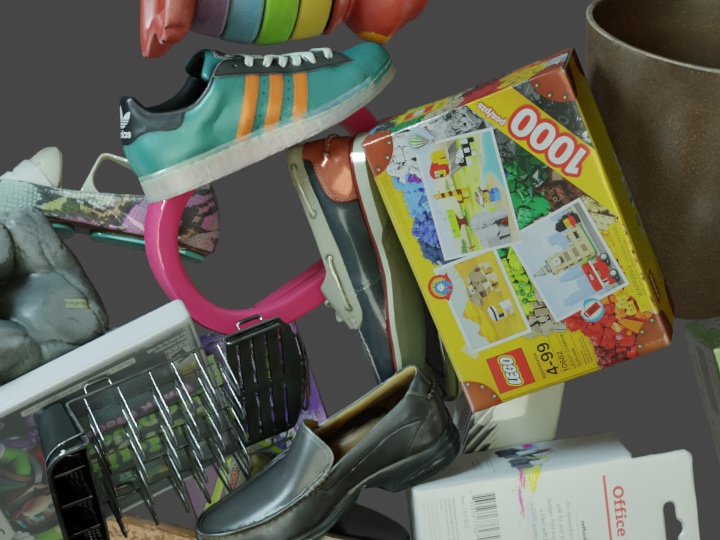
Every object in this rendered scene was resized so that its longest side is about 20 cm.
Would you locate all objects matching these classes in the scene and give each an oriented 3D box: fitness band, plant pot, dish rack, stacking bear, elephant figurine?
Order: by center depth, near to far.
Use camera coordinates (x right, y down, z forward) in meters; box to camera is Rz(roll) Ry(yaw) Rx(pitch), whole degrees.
[{"bbox_3d":[-0.121,0.114,1.286,0.198,0.055,0.154,-22,145,-15],"label":"dish rack"},{"bbox_3d":[-0.046,-0.205,1.315,0.198,0.121,0.115,1,89,-15],"label":"stacking bear"},{"bbox_3d":[-0.273,0.044,1.323,0.141,0.200,0.156,-26,85,-41],"label":"elephant figurine"},{"bbox_3d":[0.237,-0.076,1.344,0.185,0.187,0.202,3,115,-6],"label":"plant pot"},{"bbox_3d":[-0.061,-0.043,1.349,0.199,0.037,0.144,-37,109,-17],"label":"fitness band"}]

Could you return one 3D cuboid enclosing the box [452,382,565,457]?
[{"bbox_3d":[0.105,0.122,1.405,0.068,0.082,0.202,7,99,-6],"label":"box"}]

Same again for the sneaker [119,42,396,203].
[{"bbox_3d":[-0.070,-0.121,1.280,0.199,0.071,0.081,-27,103,-17],"label":"sneaker"}]

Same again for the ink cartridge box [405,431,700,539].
[{"bbox_3d":[0.137,0.186,1.345,0.198,0.068,0.116,-8,101,-3],"label":"ink cartridge box"}]

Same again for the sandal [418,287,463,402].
[{"bbox_3d":[0.062,-0.005,1.386,0.057,0.080,0.203,-12,109,-21],"label":"sandal"}]

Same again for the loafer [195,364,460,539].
[{"bbox_3d":[-0.030,0.131,1.299,0.199,0.073,0.073,-29,122,-13],"label":"loafer"}]

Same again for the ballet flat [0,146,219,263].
[{"bbox_3d":[-0.198,-0.050,1.354,0.198,0.069,0.072,6,83,-11],"label":"ballet flat"}]

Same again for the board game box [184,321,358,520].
[{"bbox_3d":[-0.076,0.139,1.417,0.119,0.032,0.202,-17,103,2],"label":"board game box"}]

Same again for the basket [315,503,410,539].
[{"bbox_3d":[-0.044,0.273,1.372,0.178,0.136,0.202,13,97,-10],"label":"basket"}]

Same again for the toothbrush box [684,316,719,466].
[{"bbox_3d":[0.362,0.086,1.422,0.198,0.086,0.147,-17,103,-4],"label":"toothbrush box"}]

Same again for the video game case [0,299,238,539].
[{"bbox_3d":[-0.189,0.119,1.305,0.199,0.023,0.183,-27,145,-9],"label":"video game case"}]

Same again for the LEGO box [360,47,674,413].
[{"bbox_3d":[0.109,-0.028,1.278,0.148,0.077,0.202,-20,103,16],"label":"LEGO box"}]

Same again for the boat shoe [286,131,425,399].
[{"bbox_3d":[0.000,0.000,1.328,0.062,0.071,0.202,-8,111,17],"label":"boat shoe"}]
